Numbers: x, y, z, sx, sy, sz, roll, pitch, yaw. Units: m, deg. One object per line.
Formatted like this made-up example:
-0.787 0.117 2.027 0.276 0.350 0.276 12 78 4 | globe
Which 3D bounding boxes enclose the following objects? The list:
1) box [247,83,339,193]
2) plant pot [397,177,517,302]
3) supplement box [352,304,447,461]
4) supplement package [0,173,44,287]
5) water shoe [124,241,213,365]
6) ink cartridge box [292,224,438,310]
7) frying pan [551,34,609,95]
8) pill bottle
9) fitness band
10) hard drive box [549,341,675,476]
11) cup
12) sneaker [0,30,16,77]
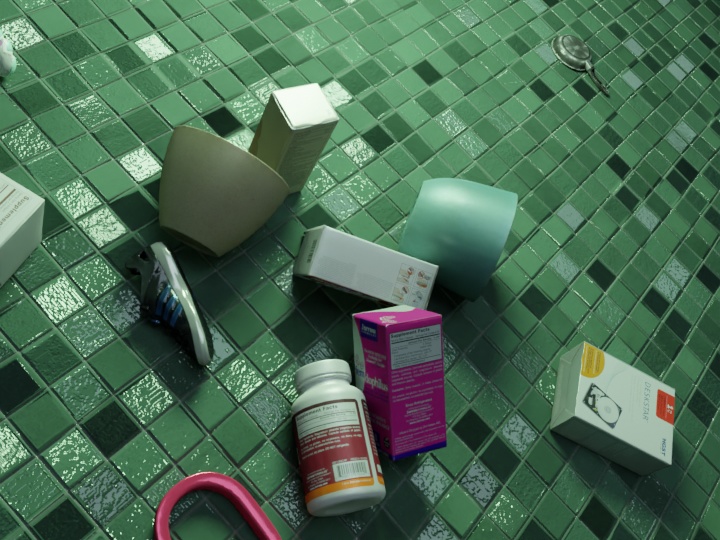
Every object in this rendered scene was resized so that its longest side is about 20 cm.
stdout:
-0.120 -0.208 1.267 0.094 0.200 0.078 -19 70 -33 | box
0.158 -0.067 1.331 0.160 0.201 0.201 21 53 0 | plant pot
0.058 0.161 1.134 0.103 0.101 0.202 -7 99 -29 | supplement box
-0.547 -0.080 1.032 0.199 0.117 0.118 32 52 -6 | supplement package
-0.280 0.058 1.125 0.078 0.072 0.201 -25 74 -6 | water shoe
0.000 0.000 1.255 0.199 0.175 0.084 19 86 -14 | ink cartridge box
0.539 -0.513 1.890 0.114 0.031 0.191 -5 61 -27 | frying pan
-0.037 0.236 1.093 0.112 0.113 0.201 1 61 -26 | pill bottle
-0.182 0.360 0.998 0.143 0.037 0.200 -32 79 -39 | fitness band
0.445 0.243 1.350 0.199 0.077 0.157 27 53 -10 | hard drive box
-0.230 -0.107 1.178 0.199 0.200 0.144 29 79 -8 | cup
-0.619 -0.343 1.140 0.200 0.077 0.141 50 37 -34 | sneaker
